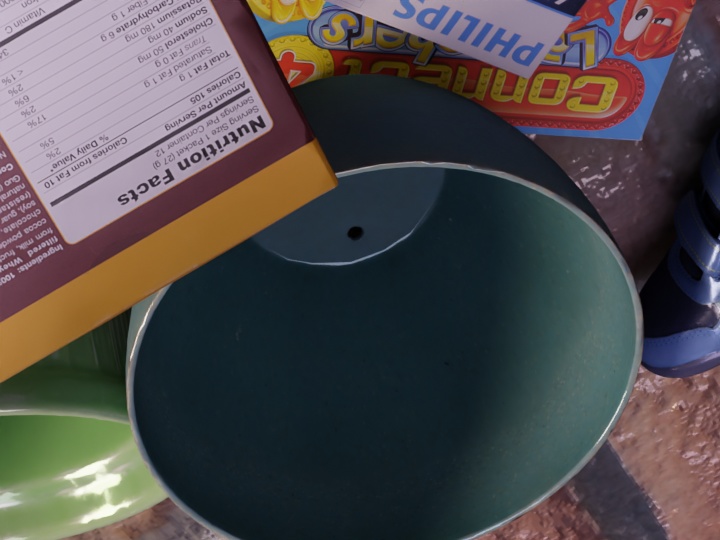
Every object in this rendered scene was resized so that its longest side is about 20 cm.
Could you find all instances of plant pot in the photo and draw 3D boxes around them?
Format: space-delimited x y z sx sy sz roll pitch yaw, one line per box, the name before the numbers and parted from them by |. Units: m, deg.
plant pot | 0.000 0.000 0.813 0.198 0.135 0.201 -6 129 -8

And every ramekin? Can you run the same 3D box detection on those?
ramekin | -0.175 0.051 0.877 0.198 0.099 0.200 -9 158 -4

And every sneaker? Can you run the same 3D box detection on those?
sneaker | 0.189 -0.035 0.964 0.082 0.074 0.200 27 113 -32

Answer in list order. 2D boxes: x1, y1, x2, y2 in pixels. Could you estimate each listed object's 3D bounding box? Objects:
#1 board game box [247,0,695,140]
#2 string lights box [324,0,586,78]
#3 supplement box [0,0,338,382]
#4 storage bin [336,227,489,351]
board game box | 0.050 -0.152 0.824 0.198 0.056 0.197 2 131 -17
string lights box | 0.070 -0.175 0.727 0.102 0.059 0.200 16 126 -29
supplement box | -0.130 -0.110 0.678 0.132 0.197 0.201 -30 122 -4
storage bin | 0.009 0.046 0.972 0.199 0.094 0.135 -30 133 12
